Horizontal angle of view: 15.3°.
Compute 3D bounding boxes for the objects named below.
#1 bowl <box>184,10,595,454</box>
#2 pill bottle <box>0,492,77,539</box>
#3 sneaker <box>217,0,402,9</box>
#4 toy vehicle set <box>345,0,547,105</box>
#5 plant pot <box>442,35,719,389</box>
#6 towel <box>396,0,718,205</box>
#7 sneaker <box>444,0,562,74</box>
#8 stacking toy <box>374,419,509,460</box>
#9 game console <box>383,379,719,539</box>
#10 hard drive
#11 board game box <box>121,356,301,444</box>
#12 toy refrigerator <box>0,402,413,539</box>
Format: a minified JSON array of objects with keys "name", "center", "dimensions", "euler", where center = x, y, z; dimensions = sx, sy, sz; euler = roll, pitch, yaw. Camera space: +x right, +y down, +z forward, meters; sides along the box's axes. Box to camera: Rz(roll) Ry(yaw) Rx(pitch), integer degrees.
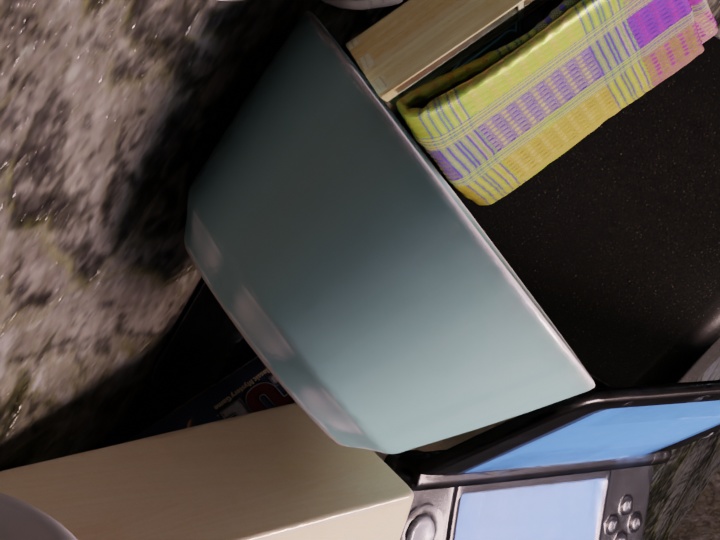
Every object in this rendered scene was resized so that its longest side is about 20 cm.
[{"name":"bowl","center":[0.000,0.000,1.144],"dimensions":[0.105,0.201,0.201],"euler":[-38,166,2]},{"name":"pill bottle","center":[-0.170,0.190,1.028],"dimensions":[0.116,0.116,0.200],"euler":[-37,148,-54]},{"name":"sneaker","center":[-0.011,-0.128,1.023],"dimensions":[0.200,0.071,0.099],"euler":[-49,159,-45]},{"name":"toy vehicle set","center":[0.086,-0.137,1.121],"dimensions":[0.200,0.027,0.124],"euler":[-34,180,5]},{"name":"plant pot","center":[0.132,-0.028,1.411],"dimensions":[0.177,0.200,0.200],"euler":[-56,172,-7]},{"name":"towel","center":[0.091,-0.088,1.205],"dimensions":[0.144,0.023,0.200],"euler":[-35,167,6]},{"name":"sneaker","center":[0.075,-0.147,1.260],"dimensions":[0.075,0.079,0.200],"euler":[-48,161,-34]},{"name":"stacking toy","center":[0.030,0.090,1.470],"dimensions":[0.146,0.146,0.200],"euler":[-61,-155,12]},{"name":"game console","center":[0.113,0.127,1.313],"dimensions":[0.200,0.116,0.176],"euler":[0,102,-46]},{"name":"hard drive","center":[-0.025,0.004,1.328],"dimensions":[0.140,0.033,0.200],"euler":[-59,166,6]},{"name":"board game box","center":[-0.074,0.115,1.296],"dimensions":[0.135,0.035,0.200],"euler":[-33,160,-19]},{"name":"toy refrigerator","center":[-0.081,0.120,1.149],"dimensions":[0.200,0.076,0.070],"euler":[-11,131,-40]}]
